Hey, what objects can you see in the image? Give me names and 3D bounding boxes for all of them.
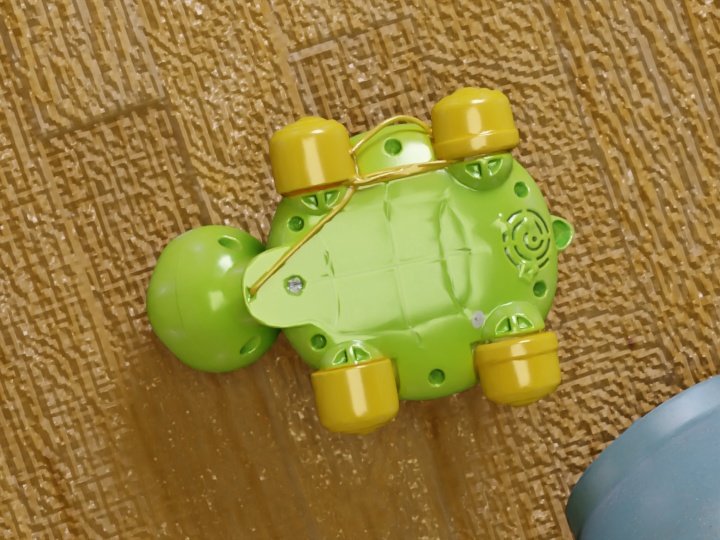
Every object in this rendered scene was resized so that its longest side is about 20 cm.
[{"bbox_3d":[0.177,0.130,1.304,0.200,0.200,0.134,-32,65,-4],"label":"plant pot"},{"bbox_3d":[0.000,0.000,1.320,0.200,0.101,0.146,-10,91,-4],"label":"turtle toy"}]
